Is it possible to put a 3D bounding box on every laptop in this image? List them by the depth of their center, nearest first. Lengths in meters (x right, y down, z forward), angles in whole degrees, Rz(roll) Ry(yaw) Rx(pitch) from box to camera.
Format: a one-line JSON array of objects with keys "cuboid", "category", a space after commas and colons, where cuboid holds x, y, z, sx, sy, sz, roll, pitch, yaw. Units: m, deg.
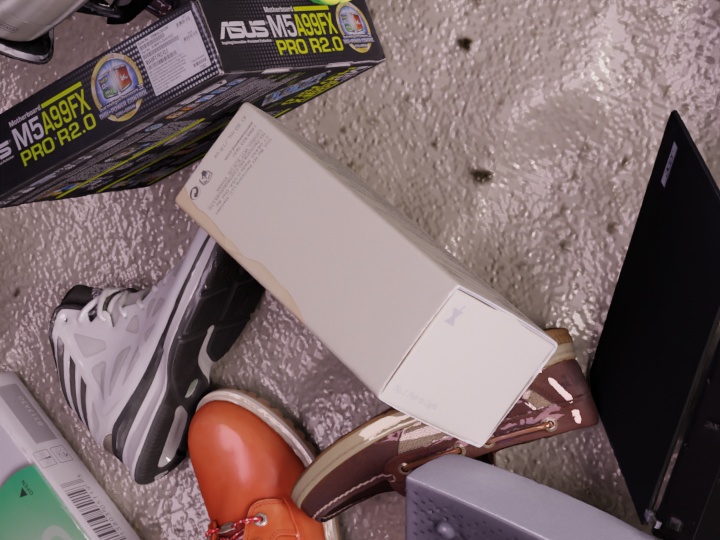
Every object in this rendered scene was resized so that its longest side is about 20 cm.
[{"cuboid": [0.204, 0.051, 0.981, 0.199, 0.103, 0.178, 24, 126, 17], "category": "laptop"}]

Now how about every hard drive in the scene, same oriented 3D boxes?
[{"cuboid": [0.116, 0.177, 1.058, 0.199, 0.042, 0.135, 25, 143, 22], "category": "hard drive"}]

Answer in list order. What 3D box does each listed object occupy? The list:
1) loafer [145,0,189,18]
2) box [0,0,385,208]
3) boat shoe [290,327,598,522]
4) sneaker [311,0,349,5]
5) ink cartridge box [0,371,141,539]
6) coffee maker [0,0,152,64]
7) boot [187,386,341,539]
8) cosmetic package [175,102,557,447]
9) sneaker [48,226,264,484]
[{"cuboid": [-0.180, -0.194, 1.220, 0.199, 0.072, 0.063, 15, 109, 28], "category": "loafer"}, {"cuboid": [-0.109, -0.095, 1.132, 0.200, 0.160, 0.044, -24, 84, 34], "category": "box"}, {"cuboid": [0.047, 0.105, 1.115, 0.200, 0.072, 0.072, -32, 78, 26], "category": "boat shoe"}, {"cuboid": [-0.046, -0.230, 1.127, 0.083, 0.074, 0.201, -36, 65, 36], "category": "sneaker"}, {"cuboid": [-0.248, 0.192, 1.334, 0.161, 0.050, 0.200, 49, 117, 18], "category": "ink cartridge box"}, {"cuboid": [-0.151, -0.242, 1.077, 0.200, 0.134, 0.193, -30, 72, 32], "category": "coffee maker"}, {"cuboid": [-0.062, 0.165, 1.173, 0.075, 0.107, 0.201, -32, 78, 34], "category": "boot"}, {"cuboid": [0.000, 0.000, 1.070, 0.073, 0.103, 0.200, -53, 48, 7], "category": "cosmetic package"}, {"cuboid": [-0.135, 0.022, 1.216, 0.115, 0.076, 0.201, 36, 117, 22], "category": "sneaker"}]
